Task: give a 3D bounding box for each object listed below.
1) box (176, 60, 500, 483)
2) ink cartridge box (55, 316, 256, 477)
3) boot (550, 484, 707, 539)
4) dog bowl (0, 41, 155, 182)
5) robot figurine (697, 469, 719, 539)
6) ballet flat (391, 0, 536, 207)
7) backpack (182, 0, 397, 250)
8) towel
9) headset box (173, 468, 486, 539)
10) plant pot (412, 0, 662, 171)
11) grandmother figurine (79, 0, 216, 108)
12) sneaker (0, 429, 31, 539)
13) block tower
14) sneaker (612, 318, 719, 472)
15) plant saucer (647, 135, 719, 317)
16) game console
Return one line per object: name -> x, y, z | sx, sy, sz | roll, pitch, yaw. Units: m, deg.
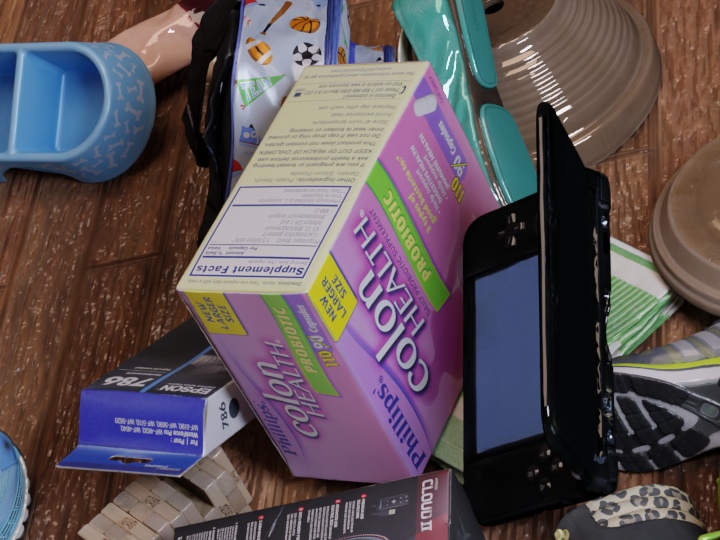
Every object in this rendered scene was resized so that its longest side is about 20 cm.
box -> 0.000, 0.000, 1.460 | 0.096, 0.176, 0.200 | 2, 47, 33
ink cartridge box -> -0.106, 0.074, 1.513 | 0.099, 0.039, 0.200 | 2, 22, 28
boot -> 0.124, 0.207, 1.283 | 0.203, 0.074, 0.154 | -20, 37, -3
dog bowl -> -0.255, -0.127, 1.820 | 0.200, 0.050, 0.112 | 2, 84, 29
robot figurine -> 0.284, 0.119, 1.256 | 0.199, 0.116, 0.175 | -9, 14, 19
ballet flat -> 0.067, -0.107, 1.582 | 0.070, 0.067, 0.201 | -22, 77, 28
backpack -> -0.048, -0.100, 1.609 | 0.154, 0.191, 0.200 | -4, 37, -3
towel -> 0.100, 0.047, 1.509 | 0.200, 0.023, 0.152 | -42, 41, -16
headset box -> -0.010, 0.206, 1.350 | 0.200, 0.075, 0.149 | -14, 41, 14
plant pot -> 0.108, -0.154, 1.667 | 0.200, 0.093, 0.201 | -14, 42, 13
grandmother figurine -> -0.134, -0.196, 1.874 | 0.200, 0.061, 0.121 | -30, 67, -9
sneaker -> -0.288, 0.174, 1.521 | 0.078, 0.090, 0.200 | 6, 48, 32
block tower -> -0.153, 0.190, 1.460 | 0.200, 0.058, 0.054 | -44, 42, -19
sneaker -> 0.205, 0.068, 1.405 | 0.199, 0.074, 0.081 | -7, 25, 22
plant saucer -> 0.280, -0.040, 1.481 | 0.200, 0.030, 0.200 | -10, 38, 8
game console -> 0.087, 0.030, 1.356 | 0.176, 0.116, 0.201 | -22, 59, 46
